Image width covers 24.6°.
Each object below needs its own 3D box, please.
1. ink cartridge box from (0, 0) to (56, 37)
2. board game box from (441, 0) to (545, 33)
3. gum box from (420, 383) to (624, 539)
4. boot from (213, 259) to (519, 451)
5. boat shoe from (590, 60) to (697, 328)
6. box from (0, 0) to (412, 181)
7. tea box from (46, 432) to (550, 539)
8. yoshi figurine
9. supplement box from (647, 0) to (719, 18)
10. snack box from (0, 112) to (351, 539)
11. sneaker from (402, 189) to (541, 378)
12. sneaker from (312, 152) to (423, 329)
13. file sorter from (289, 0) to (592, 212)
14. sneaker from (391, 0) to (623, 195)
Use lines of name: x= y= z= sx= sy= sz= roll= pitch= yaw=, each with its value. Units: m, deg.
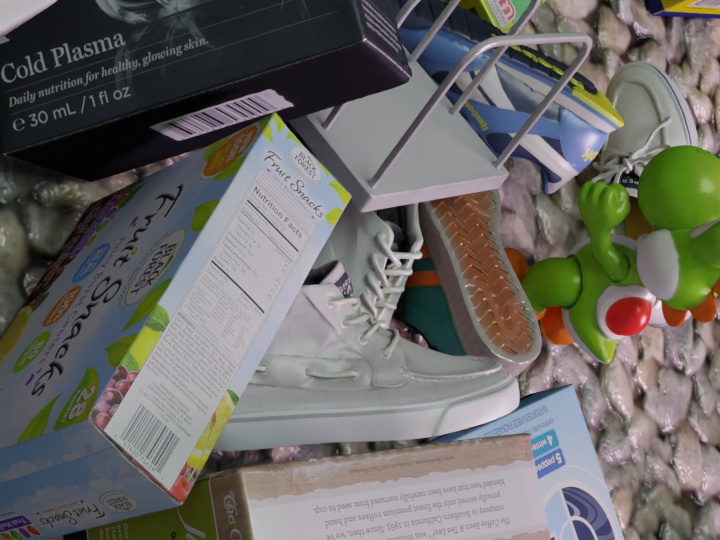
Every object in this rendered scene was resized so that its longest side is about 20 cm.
ink cartridge box: x=-0.257 y=-0.096 z=0.739 sx=0.200 sy=0.145 sz=0.085 roll=-42 pitch=106 yaw=-43
board game box: x=0.111 y=-0.246 z=1.215 sx=0.200 sy=0.047 sz=0.102 roll=-40 pitch=104 yaw=-44
gum box: x=0.106 y=0.193 z=1.060 sx=0.169 sy=0.044 sz=0.202 roll=-17 pitch=89 yaw=-46
boot: x=-0.004 y=0.043 z=0.932 sx=0.197 sy=0.073 sz=0.097 roll=-5 pitch=99 yaw=-18
boat shoe: x=0.202 y=-0.062 z=1.217 sx=0.086 sy=0.074 sz=0.205 roll=15 pitch=71 yaw=-58
box: x=-0.098 y=-0.173 z=0.863 sx=0.124 sy=0.198 sz=0.199 roll=18 pitch=57 yaw=-77
tea box: x=-0.032 y=0.170 z=0.826 sx=0.199 sy=0.196 sz=0.135 roll=-1 pitch=76 yaw=-44
yoshi figurine: x=0.179 y=-0.021 z=1.094 sx=0.112 sy=0.199 sz=0.113 roll=54 pitch=47 yaw=-14
supplement box: x=0.328 y=-0.289 z=1.331 sx=0.109 sy=0.199 sz=0.110 roll=-7 pitch=81 yaw=-44
snack box: x=-0.113 y=0.032 z=0.816 sx=0.068 sy=0.168 sz=0.201 roll=45 pitch=50 yaw=-23
sneaker: x=0.053 y=-0.002 z=1.067 sx=0.071 sy=0.080 sz=0.202 roll=10 pitch=49 yaw=-30
sneaker: x=0.000 y=0.000 z=1.005 sx=0.073 sy=0.070 sz=0.203 roll=17 pitch=64 yaw=-39
file sorter: x=0.016 y=-0.156 z=0.979 sx=0.138 sy=0.125 sz=0.201 roll=-11 pitch=56 yaw=-50
sneaker: x=0.078 y=-0.121 z=1.118 sx=0.199 sy=0.083 sz=0.074 roll=29 pitch=23 yaw=-8
